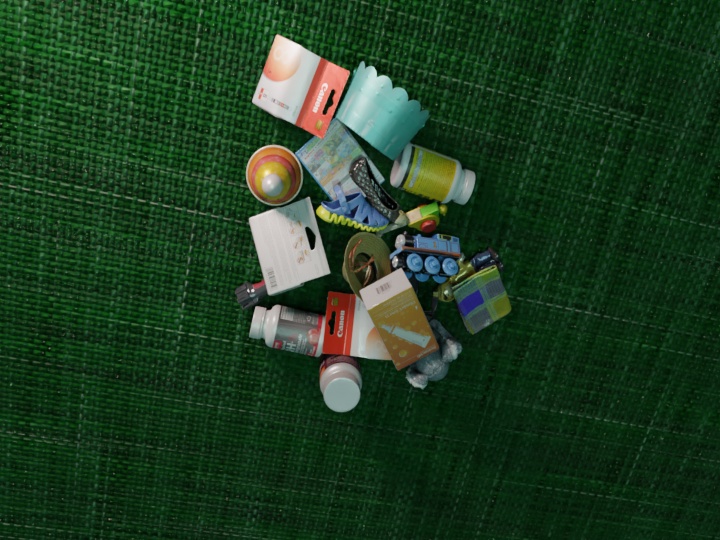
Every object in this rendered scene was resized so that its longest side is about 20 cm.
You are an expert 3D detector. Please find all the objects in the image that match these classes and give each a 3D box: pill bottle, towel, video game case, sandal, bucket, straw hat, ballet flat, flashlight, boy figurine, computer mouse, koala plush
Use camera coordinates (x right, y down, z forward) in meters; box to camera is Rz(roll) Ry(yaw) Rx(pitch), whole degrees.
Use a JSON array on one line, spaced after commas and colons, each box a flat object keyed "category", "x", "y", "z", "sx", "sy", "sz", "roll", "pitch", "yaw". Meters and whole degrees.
[{"category": "pill bottle", "x": 0.181, "y": -0.236, "z": 1.325, "sx": 0.195, "sy": 0.113, "sz": 0.115, "roll": 17, "pitch": 105, "yaw": -10}, {"category": "towel", "x": 0.333, "y": 0.083, "z": 1.447, "sx": 0.141, "sy": 0.023, "sz": 0.202, "roll": -28, "pitch": 131, "yaw": 3}, {"category": "video game case", "x": -0.050, "y": -0.262, "z": 1.345, "sx": 0.142, "sy": 0.018, "sz": 0.201, "roll": -38, "pitch": 107, "yaw": 7}, {"category": "sandal", "x": -0.009, "y": -0.155, "z": 1.332, "sx": 0.195, "sy": 0.080, "sz": 0.089, "roll": 9, "pitch": 114, "yaw": -26}, {"category": "bucket", "x": 0.046, "y": -0.364, "z": 1.232, "sx": 0.205, "sy": 0.208, "sz": 0.136, "roll": 34, "pitch": 104, "yaw": -14}, {"category": "pill bottle", "x": -0.191, "y": 0.155, "z": 1.410, "sx": 0.194, "sy": 0.111, "sz": 0.114, "roll": 13, "pitch": 106, "yaw": -9}, {"category": "straw hat", "x": 0.000, "y": 0.000, "z": 1.391, "sx": 0.084, "sy": 0.201, "sz": 0.205, "roll": -11, "pitch": 115, "yaw": 42}, {"category": "ballet flat", "x": 0.050, "y": -0.192, "z": 1.324, "sx": 0.056, "sy": 0.067, "sz": 0.200, "roll": -36, "pitch": 103, "yaw": 32}, {"category": "flashlight", "x": -0.237, "y": 0.022, "z": 1.394, "sx": 0.196, "sy": 0.068, "sz": 0.069, "roll": -28, "pitch": 112, "yaw": 8}, {"category": "boy figurine", "x": 0.285, "y": 0.012, "z": 1.436, "sx": 0.197, "sy": 0.065, "sz": 0.126, "roll": -30, "pitch": 114, "yaw": 1}, {"category": "computer mouse", "x": 0.148, "y": 0.041, "z": 1.403, "sx": 0.136, "sy": 0.046, "sz": 0.207, "roll": 4, "pitch": 80, "yaw": -16}, {"category": "koala plush", "x": 0.177, "y": 0.226, "z": 1.418, "sx": 0.176, "sy": 0.201, "sz": 0.185, "roll": -37, "pitch": 107, "yaw": 7}, {"category": "pill bottle", "x": -0.054, "y": 0.280, "z": 1.413, "sx": 0.110, "sy": 0.201, "sz": 0.118, "roll": -1, "pitch": 107, "yaw": -5}]

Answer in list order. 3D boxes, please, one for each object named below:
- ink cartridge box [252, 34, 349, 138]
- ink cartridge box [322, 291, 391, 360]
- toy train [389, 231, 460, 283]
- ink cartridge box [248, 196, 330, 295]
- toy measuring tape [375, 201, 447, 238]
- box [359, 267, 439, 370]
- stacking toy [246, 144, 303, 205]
[{"category": "ink cartridge box", "x": -0.141, "y": -0.419, "z": 1.217, "sx": 0.198, "sy": 0.050, "sz": 0.165, "roll": 32, "pitch": 105, "yaw": 23}, {"category": "ink cartridge box", "x": 0.002, "y": 0.145, "z": 1.401, "sx": 0.195, "sy": 0.050, "sz": 0.168, "roll": 9, "pitch": 85, "yaw": -31}, {"category": "toy train", "x": 0.168, "y": -0.037, "z": 1.364, "sx": 0.194, "sy": 0.087, "sz": 0.118, "roll": 6, "pitch": 68, "yaw": -22}, {"category": "ink cartridge box", "x": -0.175, "y": -0.060, "z": 1.332, "sx": 0.169, "sy": 0.044, "sz": 0.206, "roll": -17, "pitch": 84, "yaw": 8}, {"category": "toy measuring tape", "x": 0.137, "y": -0.121, "z": 1.387, "sx": 0.196, "sy": 0.074, "sz": 0.075, "roll": -23, "pitch": 108, "yaw": 15}, {"category": "box", "x": 0.097, "y": 0.121, "z": 1.312, "sx": 0.122, "sy": 0.098, "sz": 0.203, "roll": -27, "pitch": 118, "yaw": 2}, {"category": "stacking toy", "x": -0.208, "y": -0.212, "z": 1.250, "sx": 0.141, "sy": 0.201, "sz": 0.151, "roll": -1, "pitch": 107, "yaw": -4}]
